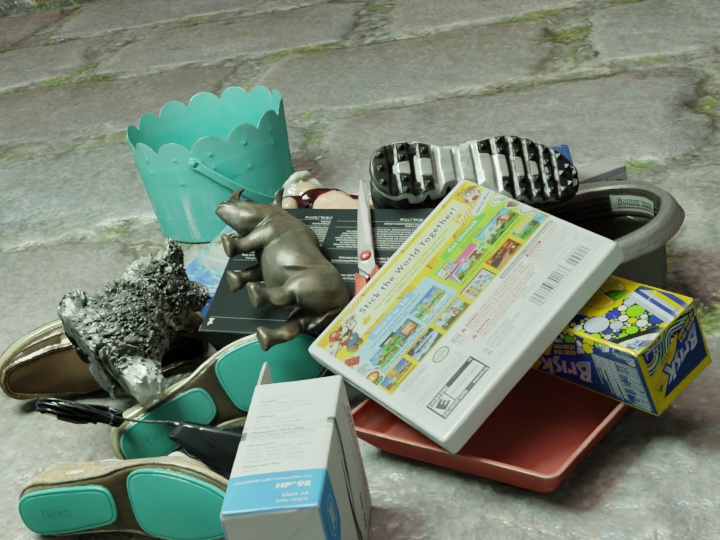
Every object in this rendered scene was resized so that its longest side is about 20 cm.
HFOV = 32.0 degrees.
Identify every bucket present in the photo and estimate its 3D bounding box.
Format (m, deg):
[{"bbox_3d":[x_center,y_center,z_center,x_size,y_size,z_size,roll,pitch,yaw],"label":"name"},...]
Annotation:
[{"bbox_3d":[-0.175,-0.131,1.537,0.207,0.135,0.207,-11,25,5],"label":"bucket"}]

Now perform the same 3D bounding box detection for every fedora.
[{"bbox_3d":[0.197,-0.009,1.142,0.200,0.090,0.177,-15,23,2],"label":"fedora"}]

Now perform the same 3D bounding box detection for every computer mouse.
[{"bbox_3d":[-0.161,0.133,0.999,0.200,0.034,0.059,11,-5,2],"label":"computer mouse"}]

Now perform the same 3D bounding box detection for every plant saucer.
[{"bbox_3d":[0.121,0.104,0.998,0.199,0.037,0.200,9,32,39],"label":"plant saucer"}]

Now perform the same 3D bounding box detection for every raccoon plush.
[{"bbox_3d":[-0.170,0.052,1.096,0.134,0.097,0.200,-34,40,-20],"label":"raccoon plush"}]

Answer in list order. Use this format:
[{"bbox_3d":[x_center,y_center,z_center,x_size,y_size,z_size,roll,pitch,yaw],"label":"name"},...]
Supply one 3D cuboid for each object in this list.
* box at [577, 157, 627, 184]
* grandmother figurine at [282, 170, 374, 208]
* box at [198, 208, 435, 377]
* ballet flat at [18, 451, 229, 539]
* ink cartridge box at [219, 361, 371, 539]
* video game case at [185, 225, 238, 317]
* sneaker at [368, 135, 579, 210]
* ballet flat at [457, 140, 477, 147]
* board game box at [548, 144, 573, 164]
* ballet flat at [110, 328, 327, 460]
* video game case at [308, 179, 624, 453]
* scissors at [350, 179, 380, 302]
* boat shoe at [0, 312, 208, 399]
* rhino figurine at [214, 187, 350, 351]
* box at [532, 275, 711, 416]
[{"bbox_3d":[0.194,-0.070,1.344,0.200,0.039,0.041,-21,25,-18],"label":"box"},{"bbox_3d":[-0.031,-0.064,1.314,0.121,0.061,0.200,9,8,-30],"label":"grandmother figurine"},{"bbox_3d":[-0.026,0.020,1.138,0.200,0.079,0.141,2,54,29],"label":"box"},{"bbox_3d":[-0.168,0.167,0.965,0.200,0.068,0.067,-1,19,20],"label":"ballet flat"},{"bbox_3d":[-0.037,0.152,0.867,0.067,0.116,0.200,-9,24,8],"label":"ink cartridge box"},{"bbox_3d":[-0.084,0.001,1.315,0.200,0.046,0.181,-2,25,22],"label":"video game case"},{"bbox_3d":[0.099,-0.078,1.155,0.200,0.067,0.091,-1,-22,-12],"label":"sneaker"},{"bbox_3d":[0.084,-0.030,1.218,0.200,0.072,0.072,-58,32,0],"label":"ballet flat"},{"bbox_3d":[0.124,-0.094,1.364,0.135,0.035,0.200,-21,8,-19],"label":"board game box"},{"bbox_3d":[-0.120,0.104,1.069,0.200,0.070,0.069,-25,26,-8],"label":"ballet flat"},{"bbox_3d":[0.078,0.027,0.980,0.200,0.023,0.182,-48,40,-11],"label":"video game case"},{"bbox_3d":[0.000,0.000,1.079,0.073,0.014,0.200,-29,49,8],"label":"scissors"},{"bbox_3d":[-0.240,0.081,1.180,0.202,0.075,0.075,-18,30,-14],"label":"boat shoe"},{"bbox_3d":[-0.074,-0.013,1.089,0.087,0.060,0.200,-13,41,-17],"label":"rhino figurine"},{"bbox_3d":[0.167,0.042,0.977,0.070,0.064,0.200,-40,34,-23],"label":"box"}]
